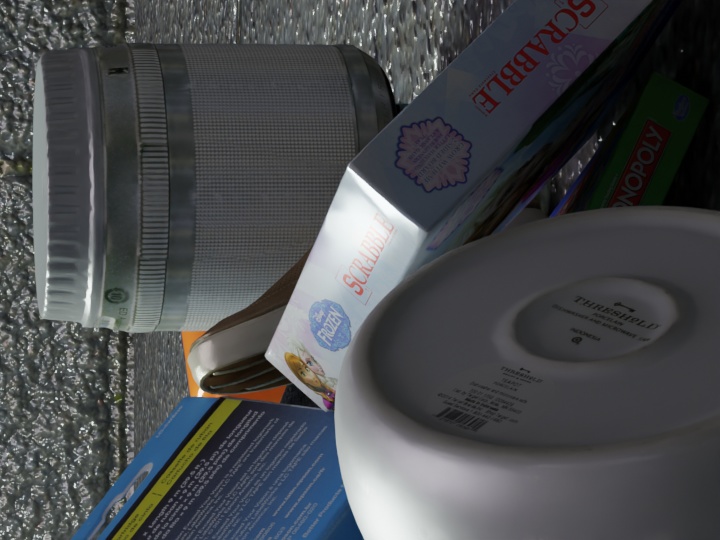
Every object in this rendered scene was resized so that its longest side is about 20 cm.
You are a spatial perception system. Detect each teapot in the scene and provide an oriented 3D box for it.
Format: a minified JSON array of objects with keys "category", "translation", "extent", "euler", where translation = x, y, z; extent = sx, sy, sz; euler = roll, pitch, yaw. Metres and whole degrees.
[{"category":"teapot","translation":[0.092,0.079,0.699],"extent":[0.200,0.196,0.147],"euler":[-87,-14,-63]}]

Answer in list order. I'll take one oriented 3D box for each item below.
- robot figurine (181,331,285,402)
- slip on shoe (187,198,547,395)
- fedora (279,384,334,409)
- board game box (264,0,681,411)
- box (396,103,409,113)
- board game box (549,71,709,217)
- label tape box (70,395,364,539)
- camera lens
[{"category":"robot figurine","translation":[-0.080,0.056,1.597],"extent":[0.117,0.143,0.201],"euler":[-46,37,30]},{"category":"slip on shoe","translation":[0.000,0.000,1.020],"extent":[0.061,0.199,0.076],"euler":[61,163,16]},{"category":"fedora","translation":[0.010,0.083,1.087],"extent":[0.201,0.091,0.201],"euler":[-51,23,31]},{"category":"board game box","translation":[0.053,-0.051,0.857],"extent":[0.041,0.200,0.200],"euler":[41,156,7]},{"category":"box","translation":[0.041,-0.054,1.186],"extent":[0.200,0.049,0.083],"euler":[-155,65,-77]},{"category":"board game box","translation":[0.083,0.015,0.902],"extent":[0.135,0.029,0.200],"euler":[-63,0,-25]},{"category":"label tape box","translation":[-0.056,0.132,0.923],"extent":[0.143,0.066,0.200],"euler":[-52,24,-22]},{"category":"camera lens","translation":[-0.079,-0.046,1.155],"extent":[0.160,0.199,0.161],"euler":[179,90,-78]}]
